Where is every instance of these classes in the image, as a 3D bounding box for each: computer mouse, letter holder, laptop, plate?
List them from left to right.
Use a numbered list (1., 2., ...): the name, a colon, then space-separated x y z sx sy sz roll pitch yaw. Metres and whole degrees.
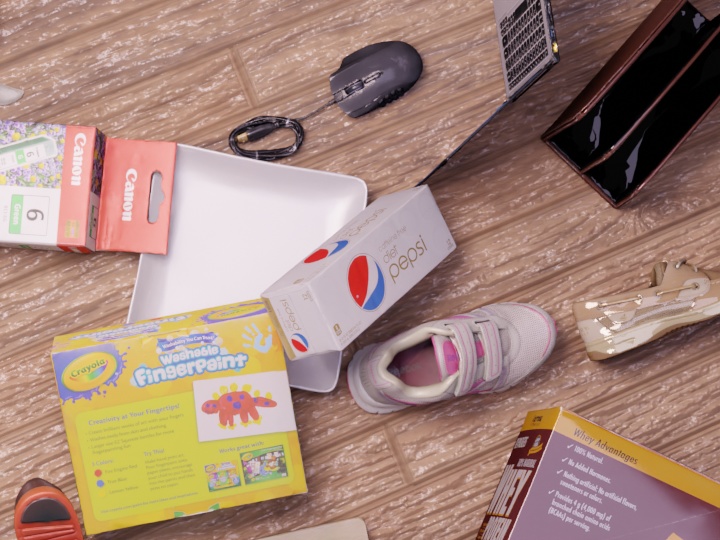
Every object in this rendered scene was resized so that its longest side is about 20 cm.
1. plate: -0.104 -0.002 1.702 0.198 0.032 0.202 10 83 -6
2. computer mouse: -0.031 -0.157 1.727 0.199 0.034 0.059 -30 90 -9
3. laptop: 0.100 -0.189 1.669 0.115 0.187 0.202 -7 86 -9
4. letter holder: 0.279 -0.171 1.715 0.100 0.142 0.200 42 80 -2

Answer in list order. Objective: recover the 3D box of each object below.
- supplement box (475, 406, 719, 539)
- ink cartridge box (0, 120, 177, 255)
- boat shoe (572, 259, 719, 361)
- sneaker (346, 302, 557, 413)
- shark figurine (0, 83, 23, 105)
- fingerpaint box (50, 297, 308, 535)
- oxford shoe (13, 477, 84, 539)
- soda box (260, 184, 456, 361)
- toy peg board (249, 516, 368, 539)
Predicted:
1. supplement box: 0.211 0.254 1.668 0.196 0.133 0.201 25 82 -4
2. ink cartridge box: -0.269 -0.074 1.661 0.198 0.050 0.110 4 84 4
3. boat shoe: 0.295 0.020 1.734 0.198 0.071 0.065 -22 88 -8
4. sneaker: 0.089 0.081 1.691 0.198 0.088 0.082 -19 87 -9
5. shark figurine: -0.358 -0.228 1.665 0.127 0.089 0.217 8 85 -8
6. fingerpaint box: -0.159 0.126 1.639 0.198 0.073 0.169 -11 101 -5
7. oxford shoe: -0.259 0.276 1.640 0.070 0.073 0.202 -11 105 -12
8. soda box: 0.000 0.000 1.642 0.200 0.063 0.069 -41 110 -46
9. toy peg board: -0.069 0.337 1.640 0.198 0.098 0.201 -11 86 -8
